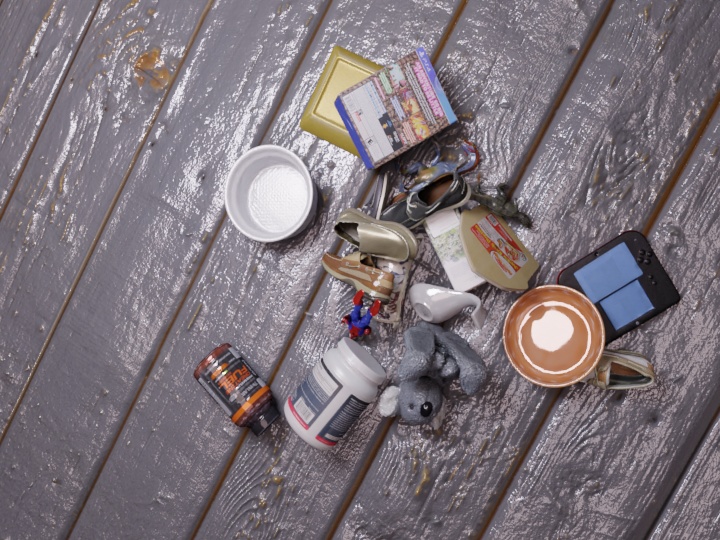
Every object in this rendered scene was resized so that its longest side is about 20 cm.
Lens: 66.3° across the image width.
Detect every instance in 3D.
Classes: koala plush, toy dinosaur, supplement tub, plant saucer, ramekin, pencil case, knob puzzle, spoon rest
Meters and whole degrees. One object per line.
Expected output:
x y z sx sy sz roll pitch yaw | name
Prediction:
0.135 0.230 1.130 0.173 0.184 0.204 12 109 -11 | koala plush
0.273 -0.145 1.134 0.196 0.048 0.089 14 48 -16 | toy dinosaur
-0.053 0.257 1.155 0.140 0.140 0.201 41 95 7 | supplement tub
-0.017 -0.370 1.204 0.197 0.048 0.203 26 93 8 | plant saucer
-0.188 -0.161 1.204 0.196 0.098 0.206 0 89 9 | ramekin
0.161 -0.214 1.175 0.178 0.201 0.107 -6 63 -21 | toy dinosaur
0.070 0.014 1.166 0.089 0.077 0.205 14 91 49 | pencil case
0.260 -0.036 1.101 0.221 0.218 0.030 53 133 5 | knob puzzle
0.176 0.072 1.115 0.061 0.198 0.100 -42 119 -26 | spoon rest
-0.265 0.264 1.208 0.200 0.107 0.107 45 96 6 | supplement tub
0.387 0.132 1.108 0.196 0.037 0.205 -8 74 29 | plant saucer

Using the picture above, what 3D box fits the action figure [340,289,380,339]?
-0.003 0.103 1.129 0.064 0.201 0.052 26 67 4 | action figure

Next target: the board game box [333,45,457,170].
0.069 -0.326 1.128 0.197 0.097 0.162 -29 101 -4 | board game box

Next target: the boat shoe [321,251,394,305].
0.000 0.000 1.142 0.198 0.075 0.075 31 99 39 | boat shoe

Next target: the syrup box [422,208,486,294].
0.195 -0.055 1.149 0.078 0.081 0.203 -27 86 11 | syrup box

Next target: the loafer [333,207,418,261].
0.026 -0.063 1.103 0.197 0.068 0.077 23 132 32 | loafer

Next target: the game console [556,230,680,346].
0.519 0.036 1.121 0.198 0.031 0.179 -32 84 8 | game console

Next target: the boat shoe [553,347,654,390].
0.480 0.194 1.099 0.195 0.069 0.076 -2 107 11 | boat shoe

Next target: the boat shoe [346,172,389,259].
0.016 -0.114 1.184 0.061 0.073 0.205 14 97 9 | boat shoe

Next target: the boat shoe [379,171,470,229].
0.116 -0.137 1.089 0.197 0.067 0.073 -23 64 27 | boat shoe
